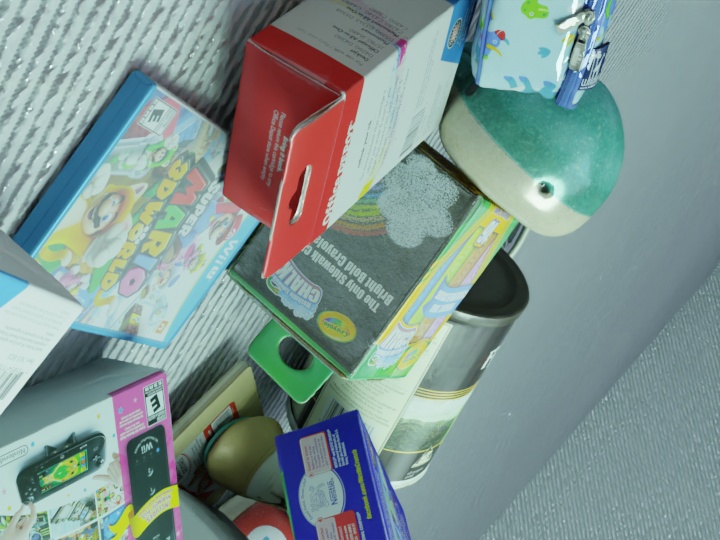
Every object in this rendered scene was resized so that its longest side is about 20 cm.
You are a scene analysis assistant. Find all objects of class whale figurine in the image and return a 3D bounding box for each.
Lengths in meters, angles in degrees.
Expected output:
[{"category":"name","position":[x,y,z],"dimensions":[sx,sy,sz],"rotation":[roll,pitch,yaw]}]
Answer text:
[{"category":"whale figurine","position":[0.120,-0.114,0.827],"dimensions":[0.104,0.159,0.201],"rotation":[-45,-156,22]}]

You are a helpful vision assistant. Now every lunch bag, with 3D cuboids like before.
[{"category":"lunch bag","position":[0.126,-0.211,0.720],"dimensions":[0.201,0.082,0.162],"rotation":[-70,172,-48]}]

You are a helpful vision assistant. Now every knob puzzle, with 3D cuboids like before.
[{"category":"knob puzzle","position":[-0.157,0.171,0.933],"dimensions":[0.220,0.030,0.220],"rotation":[-45,160,-21]}]

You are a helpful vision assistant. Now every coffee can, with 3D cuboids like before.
[{"category":"coffee can","position":[0.036,0.067,1.016],"dimensions":[0.146,0.146,0.201],"rotation":[-24,148,-53]}]

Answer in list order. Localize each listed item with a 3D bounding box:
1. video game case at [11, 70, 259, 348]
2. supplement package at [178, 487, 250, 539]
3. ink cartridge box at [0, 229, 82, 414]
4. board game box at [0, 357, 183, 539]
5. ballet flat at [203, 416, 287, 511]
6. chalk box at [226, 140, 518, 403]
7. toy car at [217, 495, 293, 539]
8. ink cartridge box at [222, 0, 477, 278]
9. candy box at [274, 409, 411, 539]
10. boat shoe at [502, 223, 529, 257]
[{"category":"video game case","position":[-0.121,-0.025,0.685],"dimensions":[0.144,0.018,0.200],"rotation":[-54,161,3]},{"category":"supplement package","position":[-0.131,0.275,0.896],"dimensions":[0.151,0.151,0.200],"rotation":[-47,160,-9]},{"category":"ink cartridge box","position":[-0.229,0.065,0.520],"dimensions":[0.201,0.068,0.115],"rotation":[-52,161,-1]},{"category":"board game box","position":[-0.175,0.172,0.704],"dimensions":[0.147,0.064,0.202],"rotation":[-23,116,-53]},{"category":"ballet flat","position":[-0.070,0.167,0.984],"dimensions":[0.069,0.063,0.200],"rotation":[-53,161,-4]},{"category":"chalk box","position":[0.000,0.000,0.847],"dimensions":[0.201,0.124,0.124],"rotation":[-53,161,10]},{"category":"toy car","position":[-0.073,0.327,1.144],"dimensions":[0.184,0.199,0.178],"rotation":[-40,158,-30]},{"category":"ink cartridge box","position":[-0.014,-0.098,0.687],"dimensions":[0.200,0.067,0.117],"rotation":[-44,159,-42]},{"category":"candy box","position":[0.002,0.235,0.924],"dimensions":[0.076,0.170,0.201],"rotation":[-17,143,3]},{"category":"boat shoe","position":[0.104,-0.026,1.120],"dimensions":[0.201,0.072,0.068],"rotation":[-52,165,5]}]
